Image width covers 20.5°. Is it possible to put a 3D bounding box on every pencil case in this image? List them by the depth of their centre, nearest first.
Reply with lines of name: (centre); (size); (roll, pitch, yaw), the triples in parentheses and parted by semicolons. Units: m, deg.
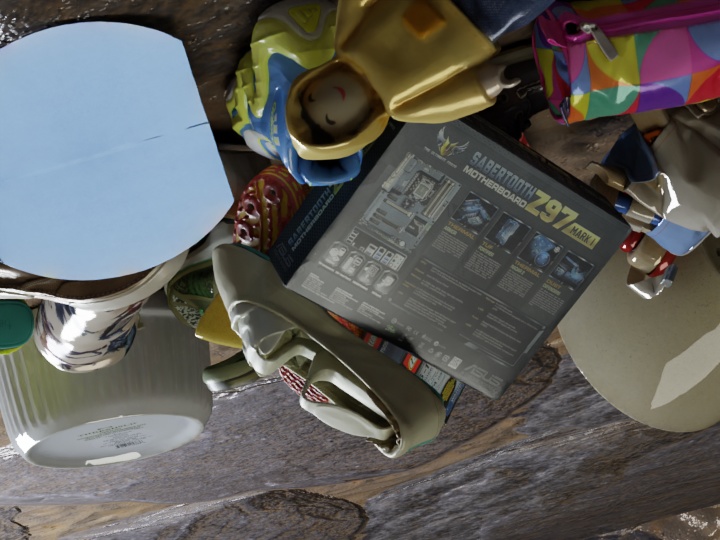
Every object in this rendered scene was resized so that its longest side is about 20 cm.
pencil case: (0.209, -0.148, 1.301); (0.199, 0.089, 0.088); (-11, 162, -9)
pencil case: (-0.193, 0.012, 1.526); (0.089, 0.078, 0.200); (-27, 170, -26)

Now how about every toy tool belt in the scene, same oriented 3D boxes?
toy tool belt: (0.217, -0.074, 1.516); (0.123, 0.125, 0.200); (28, 150, -4)

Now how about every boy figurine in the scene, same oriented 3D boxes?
boy figurine: (0.031, -0.139, 1.138); (0.200, 0.125, 0.064); (-37, 175, 14)

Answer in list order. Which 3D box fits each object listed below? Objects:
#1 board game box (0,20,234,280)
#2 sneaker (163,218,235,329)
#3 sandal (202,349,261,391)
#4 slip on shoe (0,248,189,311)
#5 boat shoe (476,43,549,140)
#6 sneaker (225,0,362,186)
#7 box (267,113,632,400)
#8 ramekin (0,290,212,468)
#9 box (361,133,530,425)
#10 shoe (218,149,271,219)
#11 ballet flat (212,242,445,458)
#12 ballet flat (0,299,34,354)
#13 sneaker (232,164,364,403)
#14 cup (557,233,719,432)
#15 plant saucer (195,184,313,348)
board game box: (-0.173, -0.082, 1.261); (0.157, 0.039, 0.200); (-16, 131, 0)
sneaker: (-0.104, 0.023, 1.598); (0.077, 0.089, 0.200); (-4, 161, -23)
sandal: (-0.052, 0.036, 1.660); (0.201, 0.058, 0.080); (-31, -175, -34)
slip on shoe: (-0.212, -0.019, 1.395); (0.199, 0.076, 0.061); (2, 151, 34)
boat shoe: (0.083, -0.105, 1.369); (0.199, 0.065, 0.072); (-14, 161, 2)
sneaker: (-0.042, -0.089, 1.274); (0.075, 0.106, 0.200); (-10, 162, -6)
box: (0.062, -0.020, 1.341); (0.200, 0.051, 0.158); (28, 107, -31)
ramekin: (-0.220, 0.099, 1.729); (0.199, 0.106, 0.200); (-11, 162, -4)
box: (0.075, 0.001, 1.479); (0.040, 0.201, 0.137); (22, 168, 26)
shoe: (-0.141, -0.071, 1.368); (0.199, 0.054, 0.070); (9, -175, -40)
ballet flat: (-0.034, 0.057, 1.336); (0.070, 0.200, 0.070); (-51, 167, -16)
ballet flat: (-0.348, 0.038, 1.543); (0.199, 0.067, 0.067); (4, -176, -44)
sneaker: (-0.037, 0.002, 1.407); (0.077, 0.073, 0.201); (-43, 138, -32)
cup: (0.282, 0.015, 1.671); (0.200, 0.201, 0.143); (0, 152, -32)
plant saucer: (0.000, 0.000, 1.514); (0.200, 0.048, 0.200); (12, 121, -52)
